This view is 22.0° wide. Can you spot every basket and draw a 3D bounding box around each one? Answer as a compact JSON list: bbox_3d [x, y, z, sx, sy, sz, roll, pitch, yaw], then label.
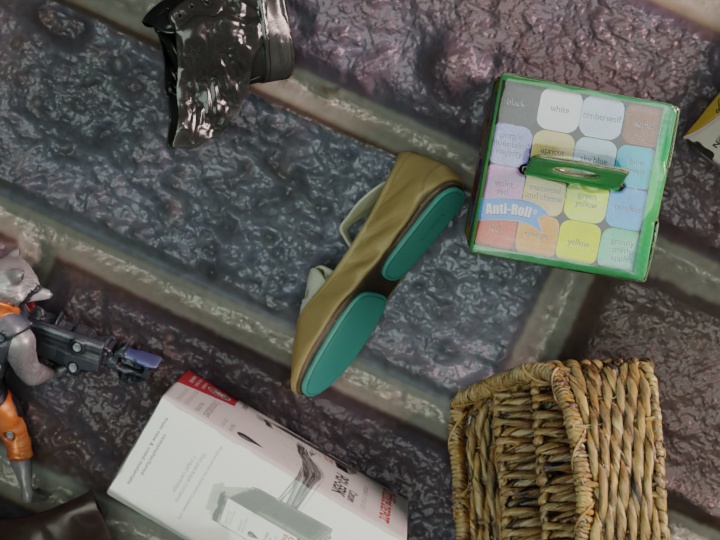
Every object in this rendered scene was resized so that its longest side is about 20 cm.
[{"bbox_3d":[0.136,0.166,1.293,0.148,0.143,0.201,-1,74,3],"label":"basket"}]

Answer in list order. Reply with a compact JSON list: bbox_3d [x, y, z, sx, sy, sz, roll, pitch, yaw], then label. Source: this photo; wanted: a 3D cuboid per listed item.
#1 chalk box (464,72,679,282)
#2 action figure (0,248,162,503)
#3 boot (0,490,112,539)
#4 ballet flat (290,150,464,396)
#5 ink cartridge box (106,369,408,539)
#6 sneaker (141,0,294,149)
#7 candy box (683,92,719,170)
[{"bbox_3d":[0.142,-0.064,1.267,0.124,0.200,0.124,11,96,2],"label":"chalk box"},{"bbox_3d":[-0.254,0.083,1.357,0.199,0.105,0.194,11,106,5],"label":"action figure"},{"bbox_3d":[-0.253,0.270,1.388,0.166,0.072,0.201,-16,119,-13],"label":"boot"},{"bbox_3d":[0.000,0.000,1.361,0.063,0.069,0.200,39,95,27],"label":"ballet flat"},{"bbox_3d":[-0.067,0.163,1.330,0.199,0.147,0.083,31,95,-1],"label":"ink cartridge box"},{"bbox_3d":[-0.109,-0.193,1.326,0.104,0.060,0.201,-14,99,-18],"label":"sneaker"},{"bbox_3d":[0.332,-0.089,1.259,0.061,0.200,0.137,33,98,-38],"label":"candy box"}]
